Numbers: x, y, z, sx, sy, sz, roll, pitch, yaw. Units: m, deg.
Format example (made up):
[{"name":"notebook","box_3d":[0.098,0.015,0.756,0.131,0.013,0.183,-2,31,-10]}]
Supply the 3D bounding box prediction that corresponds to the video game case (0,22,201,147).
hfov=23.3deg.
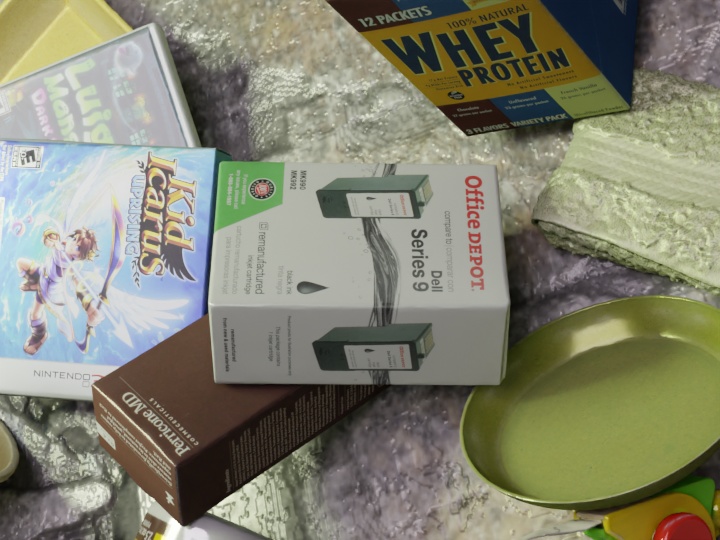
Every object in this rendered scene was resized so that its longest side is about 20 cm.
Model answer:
[{"name":"video game case","box_3d":[-0.212,-0.073,1.385,0.181,0.023,0.200,-20,81,9]}]

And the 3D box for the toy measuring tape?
[{"name":"toy measuring tape","box_3d":[0.157,0.182,1.095,0.200,0.074,0.074,-14,58,-26]}]

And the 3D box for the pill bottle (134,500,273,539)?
[{"name":"pill bottle","box_3d":[-0.134,0.269,1.225,0.109,0.109,0.200,17,81,30]}]

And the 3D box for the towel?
[{"name":"towel","box_3d":[0.227,-0.063,1.206,0.200,0.036,0.149,20,81,31]}]

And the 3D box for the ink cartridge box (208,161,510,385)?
[{"name":"ink cartridge box","box_3d":[0.000,0.000,1.201,0.199,0.084,0.146,0,45,-1]}]

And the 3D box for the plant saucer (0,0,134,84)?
[{"name":"plant saucer","box_3d":[-0.262,-0.137,1.469,0.200,0.048,0.200,-48,59,5]}]

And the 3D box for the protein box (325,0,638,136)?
[{"name":"protein box","box_3d":[0.095,-0.233,1.215,0.135,0.200,0.199,-8,62,32]}]

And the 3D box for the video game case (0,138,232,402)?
[{"name":"video game case","box_3d":[-0.197,0.002,1.342,0.181,0.045,0.201,3,86,12]}]

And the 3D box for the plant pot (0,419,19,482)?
[{"name":"plant pot","box_3d":[-0.398,0.178,1.359,0.200,0.200,0.184,39,103,31]}]

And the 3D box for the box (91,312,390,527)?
[{"name":"box","box_3d":[-0.080,0.080,1.231,0.200,0.075,0.100,-34,55,-27]}]

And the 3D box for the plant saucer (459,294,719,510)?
[{"name":"plant saucer","box_3d":[0.163,0.091,1.139,0.200,0.031,0.200,-19,30,12]}]
